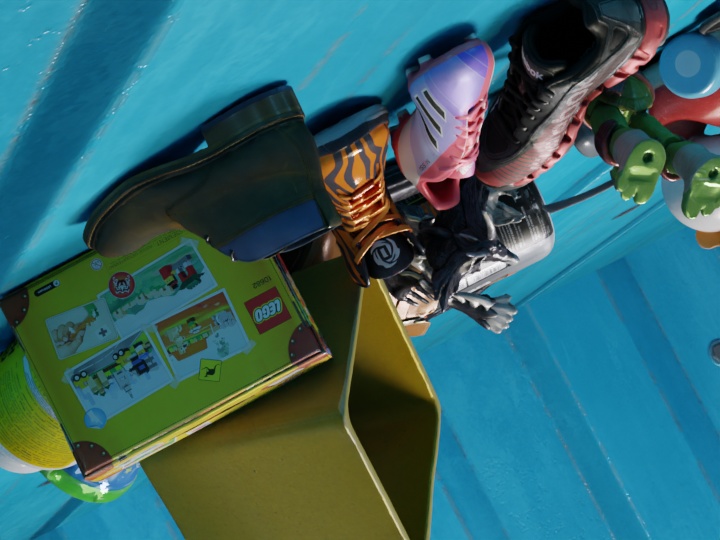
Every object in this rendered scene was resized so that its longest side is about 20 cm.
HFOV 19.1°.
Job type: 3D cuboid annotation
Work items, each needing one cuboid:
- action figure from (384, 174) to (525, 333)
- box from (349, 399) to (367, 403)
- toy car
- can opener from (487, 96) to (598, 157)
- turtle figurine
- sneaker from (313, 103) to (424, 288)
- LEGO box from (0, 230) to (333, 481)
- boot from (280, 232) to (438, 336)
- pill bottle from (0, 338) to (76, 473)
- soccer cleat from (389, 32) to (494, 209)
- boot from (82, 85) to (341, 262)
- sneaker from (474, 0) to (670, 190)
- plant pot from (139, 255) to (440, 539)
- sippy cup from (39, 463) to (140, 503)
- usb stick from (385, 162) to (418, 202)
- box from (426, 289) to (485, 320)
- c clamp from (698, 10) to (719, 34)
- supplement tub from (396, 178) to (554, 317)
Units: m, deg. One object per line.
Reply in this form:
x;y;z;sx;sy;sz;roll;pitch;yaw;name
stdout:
0.083;-0.017;1.696;0.102;0.119;0.200;15;175;-20;action figure
-0.055;0.096;1.901;0.200;0.044;0.160;-6;180;2;box
0.338;-0.115;2.031;0.177;0.200;0.184;-31;172;28;toy car
0.175;-0.136;1.846;0.053;0.066;0.200;-34;166;25;can opener
0.184;-0.085;1.673;0.200;0.144;0.194;-41;-144;-2;turtle figurine
0.008;-0.053;1.597;0.078;0.112;0.200;-27;173;-2;sneaker
-0.143;0.045;1.583;0.200;0.149;0.077;-27;173;1;LEGO box
0.000;0.000;1.823;0.155;0.074;0.200;-2;149;-15;boot
-0.241;0.096;1.734;0.112;0.112;0.200;-22;171;-38;pill bottle
0.067;-0.107;1.547;0.067;0.076;0.200;-25;169;-16;soccer cleat
-0.100;-0.032;1.403;0.200;0.097;0.075;-33;171;36;boot
0.133;-0.136;1.556;0.098;0.071;0.200;0;140;-47;sneaker
-0.063;0.129;1.719;0.200;0.194;0.196;-11;-141;17;plant pot
-0.228;0.123;1.968;0.140;0.178;0.130;32;120;-29;sippy cup
0.081;-0.098;1.879;0.200;0.033;0.055;-24;179;-26;usb stick
0.031;0.004;2.115;0.200;0.107;0.148;-26;173;-19;box
0.400;-0.265;1.922;0.200;0.027;0.171;-24;177;-38;c clamp
0.066;-0.028;1.960;0.200;0.123;0.123;-26;173;-8;supplement tub
